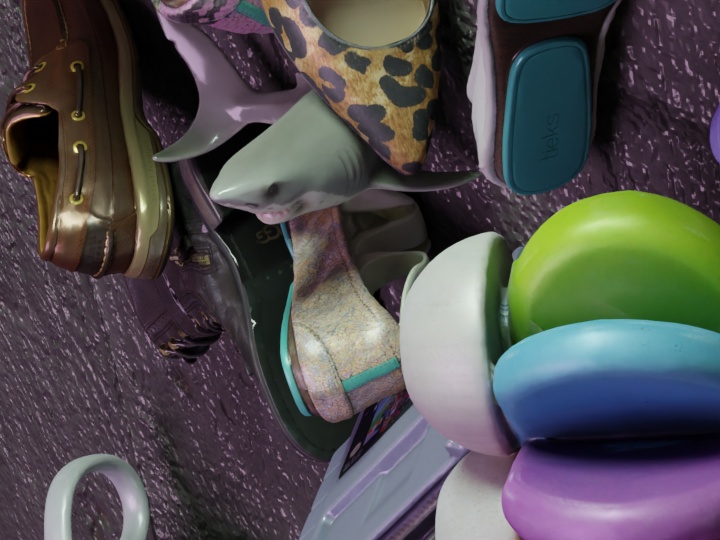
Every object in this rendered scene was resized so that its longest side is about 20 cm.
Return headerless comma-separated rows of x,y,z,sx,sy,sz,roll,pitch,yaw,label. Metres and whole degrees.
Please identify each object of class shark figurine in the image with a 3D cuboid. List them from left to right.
-0.023,-0.083,1.347,0.214,0.128,0.090,-131,35,-71,shark figurine

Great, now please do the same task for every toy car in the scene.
0.103,0.076,1.080,0.175,0.150,0.200,-3,116,14,toy car

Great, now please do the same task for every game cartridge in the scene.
0.030,0.073,1.278,0.038,0.130,0.200,31,133,-13,game cartridge

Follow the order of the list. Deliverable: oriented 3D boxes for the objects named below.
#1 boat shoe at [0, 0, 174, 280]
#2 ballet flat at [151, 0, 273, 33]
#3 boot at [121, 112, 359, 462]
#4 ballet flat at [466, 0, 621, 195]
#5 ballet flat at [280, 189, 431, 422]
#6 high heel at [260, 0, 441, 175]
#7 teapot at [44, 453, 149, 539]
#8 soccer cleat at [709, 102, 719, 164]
-0.147,-0.080,1.504,0.072,0.068,0.200,111,149,-46,boat shoe
-0.079,-0.160,1.356,0.071,0.069,0.200,31,-164,-36,ballet flat
-0.064,0.017,1.515,0.200,0.069,0.174,69,155,9,boot
0.069,-0.113,1.165,0.069,0.069,0.200,47,151,27,ballet flat
0.000,0.000,1.358,0.200,0.067,0.068,-97,-16,-56,ballet flat
0.008,-0.139,1.222,0.143,0.071,0.200,-12,95,69,high heel
-0.120,0.233,1.732,0.197,0.146,0.200,28,129,3,teapot
0.163,-0.099,0.993,0.076,0.067,0.200,45,147,3,soccer cleat
